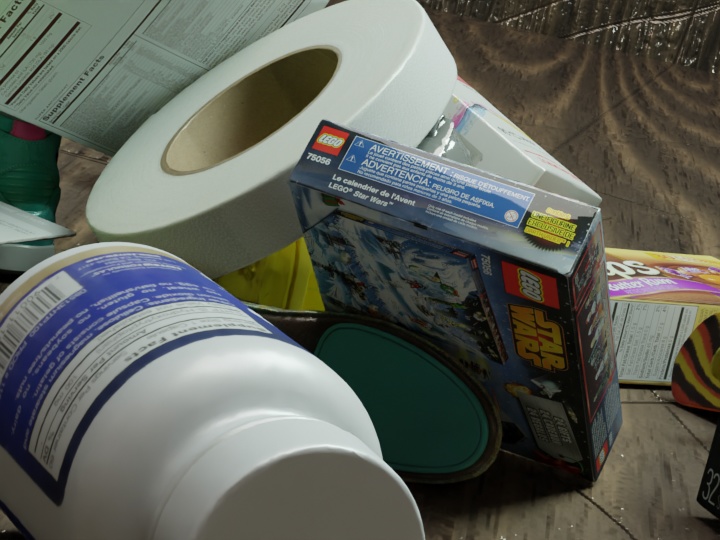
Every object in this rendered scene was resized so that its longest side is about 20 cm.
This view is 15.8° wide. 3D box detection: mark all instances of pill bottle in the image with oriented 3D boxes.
[{"bbox_3d":[-0.060,0.072,0.927,0.119,0.120,0.200,6,14,-28],"label":"pill bottle"}]

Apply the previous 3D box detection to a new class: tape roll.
[{"bbox_3d":[-0.046,-0.067,1.302,0.202,0.037,0.203,-28,24,13],"label":"tape roll"}]

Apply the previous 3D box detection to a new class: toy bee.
[{"bbox_3d":[0.260,0.050,1.404,0.199,0.109,0.131,19,11,29],"label":"toy bee"}]

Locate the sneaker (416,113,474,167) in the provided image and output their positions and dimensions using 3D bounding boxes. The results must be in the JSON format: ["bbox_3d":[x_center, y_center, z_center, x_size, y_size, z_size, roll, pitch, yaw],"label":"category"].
[{"bbox_3d":[0.065,0.003,1.307,0.074,0.082,0.200,13,-28,30],"label":"sneaker"}]

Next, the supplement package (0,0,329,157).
[{"bbox_3d":[-0.161,-0.184,1.396,0.200,0.147,0.192,22,25,-53],"label":"supplement package"}]

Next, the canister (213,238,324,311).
[{"bbox_3d":[0.000,0.000,1.424,0.199,0.087,0.148,7,11,-31],"label":"canister"}]

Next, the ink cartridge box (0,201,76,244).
[{"bbox_3d":[-0.277,-0.023,1.334,0.199,0.045,0.176,21,15,34],"label":"ink cartridge box"}]

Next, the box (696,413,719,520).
[{"bbox_3d":[0.263,0.078,1.167,0.124,0.149,0.200,9,11,-22],"label":"box"}]

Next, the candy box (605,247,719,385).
[{"bbox_3d":[0.166,0.026,1.546,0.199,0.057,0.117,6,14,-35],"label":"candy box"}]

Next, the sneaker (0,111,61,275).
[{"bbox_3d":[-0.229,-0.080,1.470,0.083,0.121,0.200,3,14,-41],"label":"sneaker"}]

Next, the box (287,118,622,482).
[{"bbox_3d":[0.048,0.018,1.205,0.136,0.040,0.200,20,-26,19],"label":"box"}]

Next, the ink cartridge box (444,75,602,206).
[{"bbox_3d":[0.076,-0.065,1.653,0.200,0.068,0.116,43,11,23],"label":"ink cartridge box"}]

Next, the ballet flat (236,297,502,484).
[{"bbox_3d":[-0.023,0.050,1.223,0.199,0.071,0.071,15,12,14],"label":"ballet flat"}]
